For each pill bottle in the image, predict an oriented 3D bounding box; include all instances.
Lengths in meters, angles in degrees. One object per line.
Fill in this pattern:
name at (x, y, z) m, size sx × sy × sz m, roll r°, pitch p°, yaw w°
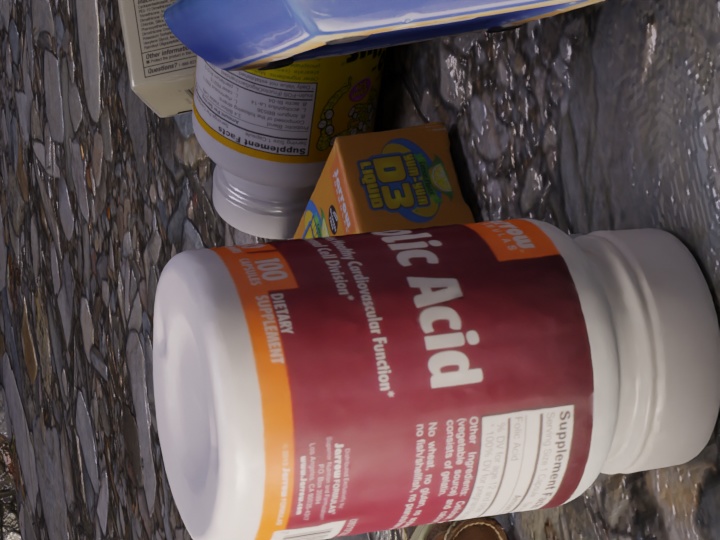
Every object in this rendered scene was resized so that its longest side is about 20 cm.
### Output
pill bottle at (0.029, 0.040, 0.734) m, size 0.114 × 0.200 × 0.114 m, roll 174°, pitch 90°, yaw -71°
pill bottle at (-0.038, -0.118, 1.049) m, size 0.104 × 0.104 × 0.200 m, roll -116°, pitch 26°, yaw -47°

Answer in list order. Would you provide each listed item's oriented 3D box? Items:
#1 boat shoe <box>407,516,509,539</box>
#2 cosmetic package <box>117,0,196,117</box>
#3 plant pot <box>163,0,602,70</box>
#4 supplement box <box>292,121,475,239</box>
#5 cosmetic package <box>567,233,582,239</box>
boat shoe at (0.072, 0.208, 0.882) m, size 0.075 × 0.075 × 0.202 m, roll -9°, pitch 93°, yaw 58°
cosmetic package at (-0.101, -0.206, 1.192) m, size 0.071 × 0.105 × 0.200 m, roll 51°, pitch -150°, yaw -75°
plant pot at (0.011, -0.179, 0.743) m, size 0.200 × 0.200 × 0.180 m, roll -177°, pitch 76°, yaw -71°
supplement box at (0.000, 0.000, 1.028) m, size 0.200 × 0.069 × 0.067 m, roll 119°, pitch 141°, yaw -58°
cosmetic package at (0.002, 0.030, 0.896) m, size 0.200 × 0.151 × 0.052 m, roll 146°, pitch 117°, yaw -69°
